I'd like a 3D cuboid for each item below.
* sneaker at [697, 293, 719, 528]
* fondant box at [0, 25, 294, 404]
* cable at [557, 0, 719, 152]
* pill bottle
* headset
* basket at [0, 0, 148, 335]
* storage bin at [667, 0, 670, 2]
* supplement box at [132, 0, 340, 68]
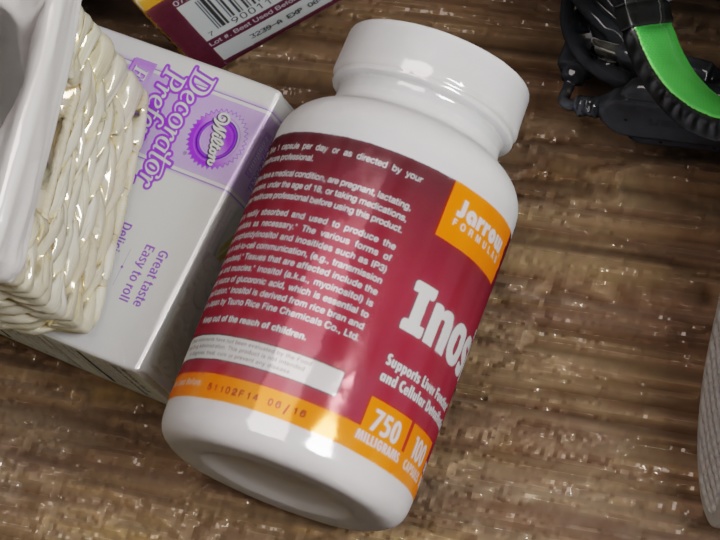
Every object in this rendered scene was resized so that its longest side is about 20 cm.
[{"bbox_3d":[0.199,0.012,1.106,0.104,0.075,0.202,10,87,-4],"label":"sneaker"},{"bbox_3d":[-0.139,-0.040,1.261,0.199,0.058,0.145,21,77,25],"label":"fondant box"},{"bbox_3d":[0.187,-0.121,1.190,0.199,0.051,0.164,5,62,18],"label":"cable"},{"bbox_3d":[0.000,0.000,1.161,0.112,0.113,0.201,14,74,24],"label":"pill bottle"},{"bbox_3d":[0.153,-0.152,1.071,0.123,0.094,0.201,-11,90,51],"label":"headset"},{"bbox_3d":[-0.204,-0.051,1.186,0.199,0.123,0.136,5,71,23],"label":"basket"},{"bbox_3d":[0.096,-0.230,1.167,0.134,0.145,0.201,23,90,39],"label":"storage bin"},{"bbox_3d":[-0.075,-0.210,1.293,0.110,0.086,0.201,-27,61,9],"label":"supplement box"}]
